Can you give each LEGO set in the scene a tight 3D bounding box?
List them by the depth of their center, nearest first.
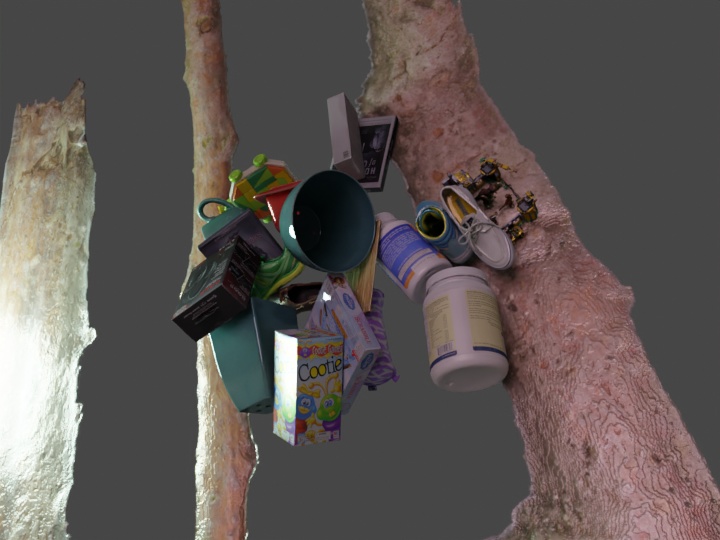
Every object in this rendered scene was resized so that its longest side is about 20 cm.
[{"bbox_3d":[0.261,-0.156,1.541,0.153,0.116,0.201,-32,55,7],"label":"LEGO set"}]

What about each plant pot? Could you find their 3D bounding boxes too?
[{"bbox_3d":[-0.087,-0.092,1.526,0.134,0.199,0.202,-7,56,54],"label":"plant pot"},{"bbox_3d":[-0.209,0.185,1.557,0.140,0.141,0.202,-29,62,29],"label":"plant pot"}]

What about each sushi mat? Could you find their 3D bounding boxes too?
[{"bbox_3d":[0.000,0.000,1.537,0.095,0.012,0.203,-15,60,45],"label":"sushi mat"}]

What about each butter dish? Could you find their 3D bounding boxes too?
[{"bbox_3d":[-0.109,-0.116,1.684,0.197,0.200,0.150,-11,83,19],"label":"butter dish"}]

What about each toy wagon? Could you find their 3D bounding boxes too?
[{"bbox_3d":[-0.245,-0.177,1.775,0.198,0.156,0.040,-31,40,8],"label":"toy wagon"}]

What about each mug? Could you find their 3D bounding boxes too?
[{"bbox_3d":[-0.283,-0.078,1.723,0.114,0.186,0.153,-32,38,2],"label":"mug"}]

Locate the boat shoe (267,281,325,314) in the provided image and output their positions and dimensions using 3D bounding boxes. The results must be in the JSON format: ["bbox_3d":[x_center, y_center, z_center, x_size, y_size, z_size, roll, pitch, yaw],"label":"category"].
[{"bbox_3d":[-0.143,0.060,1.651,0.197,0.070,0.071,-13,62,21],"label":"boat shoe"}]

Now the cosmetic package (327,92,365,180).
[{"bbox_3d":[-0.035,-0.311,1.765,0.050,0.083,0.202,-19,56,19],"label":"cosmetic package"}]

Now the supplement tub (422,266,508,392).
[{"bbox_3d":[0.193,0.110,1.412,0.143,0.145,0.202,-15,58,18],"label":"supplement tub"}]

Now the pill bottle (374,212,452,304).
[{"bbox_3d":[0.092,-0.032,1.560,0.112,0.112,0.200,-41,54,0],"label":"pill bottle"}]

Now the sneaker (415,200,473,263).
[{"bbox_3d":[0.149,-0.109,1.549,0.080,0.130,0.200,-48,41,9],"label":"sneaker"}]

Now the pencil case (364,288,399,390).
[{"bbox_3d":[0.024,0.133,1.524,0.084,0.084,0.202,-1,59,-15],"label":"pencil case"}]

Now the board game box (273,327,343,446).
[{"bbox_3d":[-0.102,0.220,1.449,0.104,0.102,0.203,8,98,59],"label":"board game box"}]

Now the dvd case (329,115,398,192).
[{"bbox_3d":[0.003,-0.275,1.791,0.148,0.025,0.202,0,63,27],"label":"dvd case"}]

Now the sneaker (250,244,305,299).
[{"bbox_3d":[-0.214,0.013,1.653,0.199,0.084,0.074,-38,16,1],"label":"sneaker"}]

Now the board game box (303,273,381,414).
[{"bbox_3d":[-0.046,0.146,1.495,0.201,0.041,0.201,62,140,37],"label":"board game box"}]

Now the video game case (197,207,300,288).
[{"bbox_3d":[-0.243,-0.023,1.667,0.142,0.201,0.019,-35,33,2],"label":"video game case"}]

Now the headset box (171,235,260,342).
[{"bbox_3d":[-0.295,0.041,1.549,0.148,0.077,0.201,-33,26,24],"label":"headset box"}]

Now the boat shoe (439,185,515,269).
[{"bbox_3d":[0.216,-0.087,1.442,0.074,0.086,0.203,-41,66,25],"label":"boat shoe"}]
